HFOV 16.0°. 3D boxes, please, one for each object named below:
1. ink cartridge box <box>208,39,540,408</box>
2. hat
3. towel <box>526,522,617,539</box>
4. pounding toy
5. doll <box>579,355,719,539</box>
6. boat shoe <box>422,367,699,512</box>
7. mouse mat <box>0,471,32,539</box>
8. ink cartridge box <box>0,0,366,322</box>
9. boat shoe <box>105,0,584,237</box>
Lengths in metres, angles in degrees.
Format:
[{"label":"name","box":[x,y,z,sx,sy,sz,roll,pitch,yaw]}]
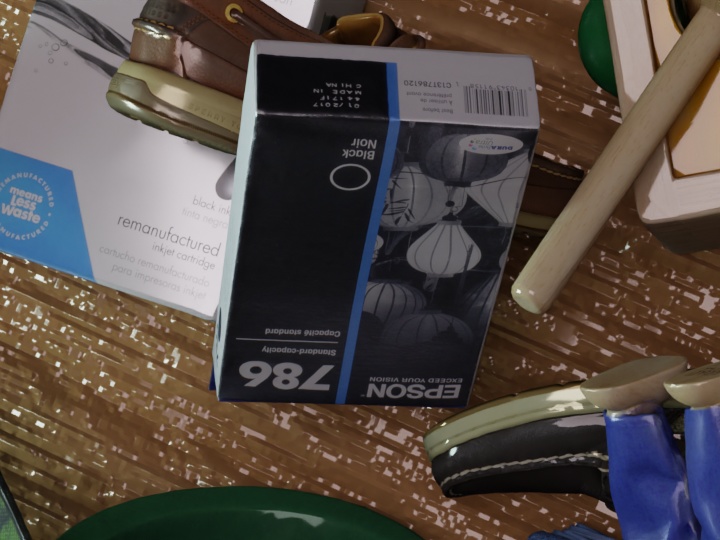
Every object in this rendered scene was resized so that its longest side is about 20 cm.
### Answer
[{"label":"ink cartridge box","box":[0.000,0.000,0.926,0.099,0.201,0.039,1,52,-7]},{"label":"hat","box":[-0.059,0.200,0.991,0.198,0.166,0.177,2,118,-4]},{"label":"towel","box":[0.136,0.181,0.956,0.199,0.049,0.112,25,91,14]},{"label":"pounding toy","box":[0.150,-0.085,0.930,0.198,0.142,0.186,-10,82,12]},{"label":"doll","box":[0.133,0.132,0.890,0.136,0.048,0.202,-4,101,48]},{"label":"boat shoe","box":[0.122,0.072,0.957,0.198,0.073,0.065,-8,77,12]},{"label":"mouse mat","box":[-0.157,0.151,0.968,0.200,0.007,0.162,56,130,45]},{"label":"ink cartridge box","box":[-0.069,-0.089,1.021,0.115,0.068,0.201,17,88,14]},{"label":"boat shoe","box":[0.005,-0.061,0.954,0.199,0.072,0.068,18,91,-27]}]
